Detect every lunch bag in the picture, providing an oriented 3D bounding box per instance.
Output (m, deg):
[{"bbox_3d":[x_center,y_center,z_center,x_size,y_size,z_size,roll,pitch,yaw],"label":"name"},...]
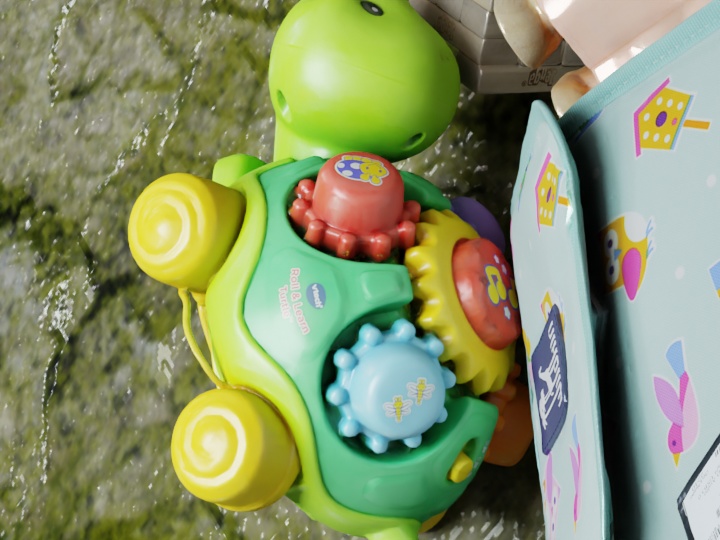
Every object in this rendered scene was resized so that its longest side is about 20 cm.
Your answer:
[{"bbox_3d":[0.118,0.020,0.696,0.199,0.121,0.172,-28,59,43],"label":"lunch bag"}]

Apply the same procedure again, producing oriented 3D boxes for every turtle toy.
[{"bbox_3d":[0.000,0.000,0.801,0.101,0.145,0.202,-21,71,25],"label":"turtle toy"}]

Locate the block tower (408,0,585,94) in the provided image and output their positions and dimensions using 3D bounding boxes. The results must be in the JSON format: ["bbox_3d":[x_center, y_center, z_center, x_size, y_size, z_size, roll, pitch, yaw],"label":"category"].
[{"bbox_3d":[0.065,-0.164,0.804,0.058,0.054,0.201,42,129,50],"label":"block tower"}]

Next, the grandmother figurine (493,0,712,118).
[{"bbox_3d":[0.138,-0.119,0.747,0.199,0.122,0.061,-30,22,23],"label":"grandmother figurine"}]

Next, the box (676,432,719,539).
[{"bbox_3d":[0.198,0.041,0.547,0.160,0.199,0.046,-59,16,20],"label":"box"}]
